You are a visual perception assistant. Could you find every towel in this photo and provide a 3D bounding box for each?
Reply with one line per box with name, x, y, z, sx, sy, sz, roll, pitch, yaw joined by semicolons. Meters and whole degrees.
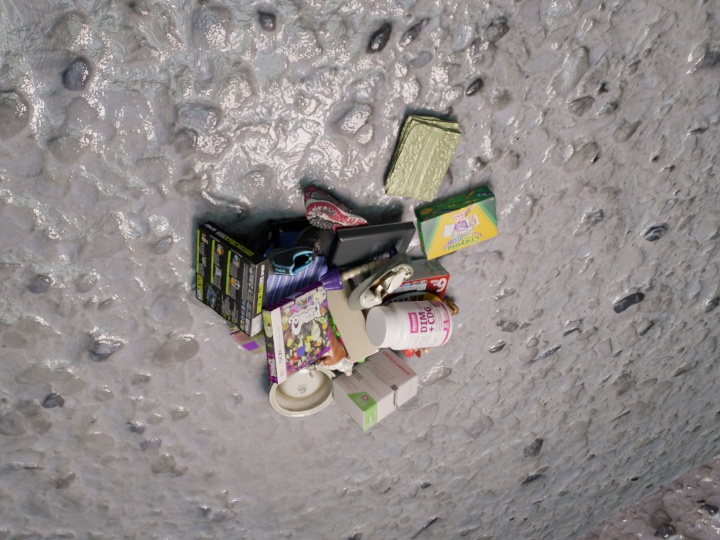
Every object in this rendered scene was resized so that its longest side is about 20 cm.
towel;-0.238;0.158;1.544;0.141;0.023;0.201;-21;157;-1
towel;0.141;-0.256;1.410;0.145;0.037;0.203;5;122;-23
towel;-0.156;0.032;1.459;0.198;0.024;0.148;0;115;-54

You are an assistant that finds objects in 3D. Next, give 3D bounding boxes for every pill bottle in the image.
pill bottle;0.119;0.134;1.500;0.196;0.114;0.115;-1;127;-32

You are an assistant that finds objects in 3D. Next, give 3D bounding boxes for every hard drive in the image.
hard drive;0.023;-0.057;1.474;0.195;0.033;0.140;-9;151;-21

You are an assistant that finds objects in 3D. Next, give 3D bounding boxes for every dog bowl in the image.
dog bowl;-0.163;0.311;1.700;0.195;0.074;0.204;-10;128;-13

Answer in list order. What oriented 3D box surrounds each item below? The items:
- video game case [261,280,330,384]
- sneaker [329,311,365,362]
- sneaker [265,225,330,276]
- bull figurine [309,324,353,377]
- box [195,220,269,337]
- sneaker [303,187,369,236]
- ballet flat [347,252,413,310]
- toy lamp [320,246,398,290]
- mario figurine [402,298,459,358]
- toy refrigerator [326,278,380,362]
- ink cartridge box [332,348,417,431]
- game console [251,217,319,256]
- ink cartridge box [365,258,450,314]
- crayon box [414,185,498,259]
video game case;-0.147;0.143;1.454;0.199;0.035;0.186;-27;121;-49
sneaker;-0.024;0.152;1.643;0.084;0.076;0.203;-42;129;-30
sneaker;-0.122;-0.038;1.378;0.199;0.081;0.075;-40;130;-41
bull figurine;-0.095;0.205;1.605;0.121;0.064;0.203;-38;108;-35
box;-0.293;0.021;1.379;0.047;0.191;0.204;-29;140;-44
sneaker;-0.050;-0.131;1.419;0.080;0.076;0.199;-35;142;22
ballet flat;0.045;0.040;1.435;0.200;0.064;0.067;-43;127;18
toy lamp;0.000;0.000;1.465;0.196;0.059;0.059;-20;129;-1
mario figurine;0.198;0.176;1.700;0.122;0.107;0.200;29;114;-36
toy refrigerator;-0.023;0.119;1.536;0.075;0.070;0.204;-25;88;10
ink cartridge box;0.041;0.322;1.688;0.198;0.145;0.086;-27;135;-30
game console;-0.173;-0.009;1.439;0.114;0.177;0.204;11;126;9
ink cartridge box;0.114;0.072;1.590;0.196;0.084;0.179;-8;129;-27
crayon box;0.240;-0.118;1.530;0.196;0.059;0.121;-20;129;-4
